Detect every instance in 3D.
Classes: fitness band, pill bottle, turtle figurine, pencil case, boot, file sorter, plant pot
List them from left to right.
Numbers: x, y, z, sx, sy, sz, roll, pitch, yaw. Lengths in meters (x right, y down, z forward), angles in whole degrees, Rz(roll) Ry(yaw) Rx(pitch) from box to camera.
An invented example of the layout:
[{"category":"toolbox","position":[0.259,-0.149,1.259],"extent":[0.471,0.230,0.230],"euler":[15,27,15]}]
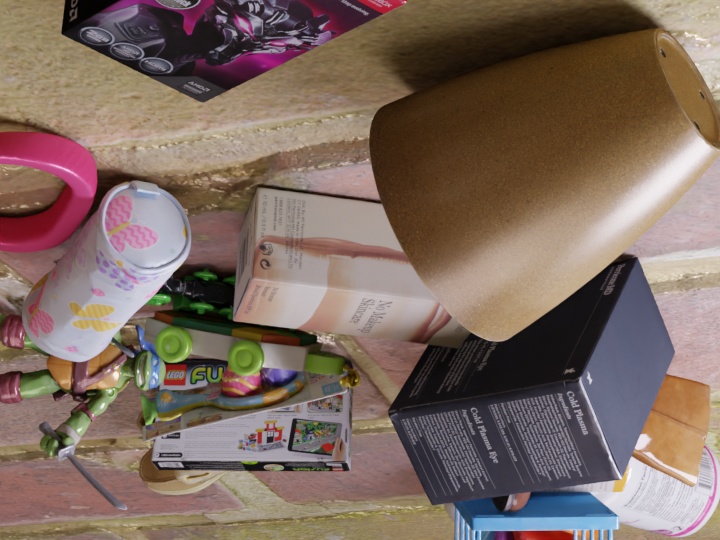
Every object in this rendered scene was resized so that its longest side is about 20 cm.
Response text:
[{"category":"fitness band","position":[-0.290,-0.063,1.432],"extent":[0.143,0.038,0.200],"euler":[11,156,-20]},{"category":"turtle figurine","position":[-0.287,0.094,1.662],"extent":[0.193,0.200,0.144],"euler":[6,128,4]},{"category":"pencil case","position":[-0.213,0.003,1.489],"extent":[0.083,0.091,0.200],"euler":[22,147,-20]},{"category":"boot","position":[-0.200,0.187,1.959],"extent":[0.200,0.073,0.155],"euler":[-16,152,32]},{"category":"file sorter","position":[0.166,0.284,1.746],"extent":[0.138,0.123,0.200],"euler":[-1,-179,-3]},{"category":"plant pot","position":[0.139,-0.078,1.216],"extent":[0.200,0.187,0.186],"euler":[-29,145,25]},{"category":"boot","position":[0.230,0.167,1.703],"extent":[0.200,0.189,0.068],"euler":[23,156,-16]},{"category":"pill bottle","position":[0.287,0.217,1.936],"extent":[0.200,0.114,0.113],"euler":[20,151,-34]}]

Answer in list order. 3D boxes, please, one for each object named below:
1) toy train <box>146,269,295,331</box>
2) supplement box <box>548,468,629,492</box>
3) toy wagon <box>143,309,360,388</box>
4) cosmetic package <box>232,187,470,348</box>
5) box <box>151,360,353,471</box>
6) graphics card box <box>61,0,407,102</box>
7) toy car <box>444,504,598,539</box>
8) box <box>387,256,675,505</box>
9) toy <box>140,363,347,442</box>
[{"category":"toy train","position":[-0.139,0.024,1.619],"extent":[0.199,0.042,0.056],"euler":[12,165,-22]},{"category":"supplement box","position":[0.165,0.151,1.778],"extent":[0.199,0.126,0.074],"euler":[0,158,4]},{"category":"toy wagon","position":[-0.094,0.071,1.634],"extent":[0.199,0.040,0.155],"euler":[9,-177,13]},{"category":"cosmetic package","position":[0.000,0.000,1.487],"extent":[0.199,0.088,0.103],"euler":[6,156,-10]},{"category":"box","position":[-0.108,0.147,1.813],"extent":[0.199,0.110,0.035],"euler":[0,157,6]},{"category":"graphics card box","position":[-0.081,-0.178,1.126],"extent":[0.200,0.051,0.125],"euler":[-18,150,41]},{"category":"toy car","position":[0.203,0.296,2.081],"extent":[0.175,0.150,0.200],"euler":[18,152,-34]},{"category":"box","position":[0.151,0.095,1.534],"extent":[0.182,0.200,0.104],"euler":[-13,114,31]},{"category":"toy","position":[-0.119,0.107,1.734],"extent":[0.199,0.047,0.115],"euler":[-16,-163,-1]}]
